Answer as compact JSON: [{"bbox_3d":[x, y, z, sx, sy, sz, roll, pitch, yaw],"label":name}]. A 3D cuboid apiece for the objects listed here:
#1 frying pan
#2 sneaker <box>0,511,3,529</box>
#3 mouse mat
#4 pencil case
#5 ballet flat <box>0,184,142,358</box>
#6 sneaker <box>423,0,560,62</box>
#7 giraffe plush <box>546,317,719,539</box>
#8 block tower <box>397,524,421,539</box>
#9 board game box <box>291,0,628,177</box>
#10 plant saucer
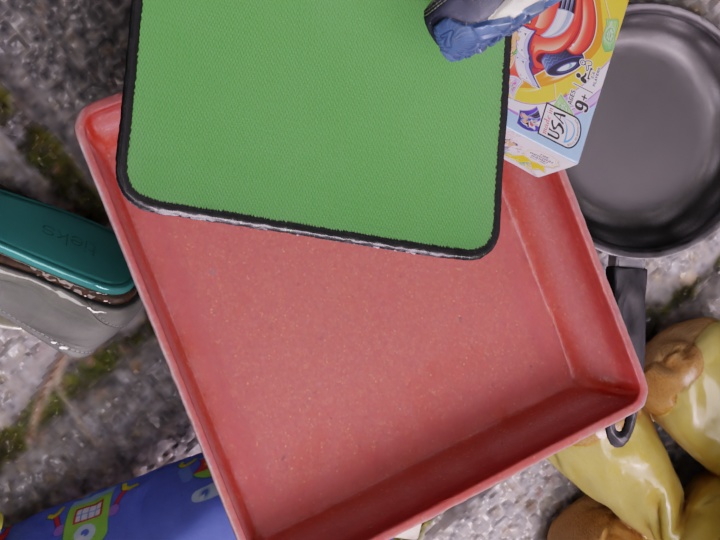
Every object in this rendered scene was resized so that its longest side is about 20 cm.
[{"bbox_3d":[0.138,-0.028,0.967,0.114,0.031,0.192,-18,102,-12],"label":"frying pan"},{"bbox_3d":[-0.258,0.131,0.916,0.199,0.074,0.083,-31,112,-10],"label":"sneaker"},{"bbox_3d":[-0.011,-0.111,0.805,0.160,0.008,0.202,9,78,-25],"label":"mouse mat"},{"bbox_3d":[-0.080,0.119,0.925,0.199,0.087,0.078,-25,132,18],"label":"pencil case"},{"bbox_3d":[-0.185,-0.020,0.888,0.199,0.068,0.064,29,130,-19],"label":"ballet flat"},{"bbox_3d":[0.064,-0.161,0.810,0.085,0.077,0.201,42,54,-13],"label":"sneaker"},{"bbox_3d":[0.188,0.138,0.983,0.172,0.162,0.201,-26,113,-4],"label":"giraffe plush"},{"bbox_3d":[0.018,0.018,0.956,0.054,0.058,0.202,8,106,-18],"label":"block tower"},{"bbox_3d":[0.056,-0.158,0.866,0.134,0.034,0.202,24,74,-21],"label":"board game box"},{"bbox_3d":[0.000,0.000,0.857,0.199,0.037,0.202,-23,94,-27],"label":"plant saucer"}]
